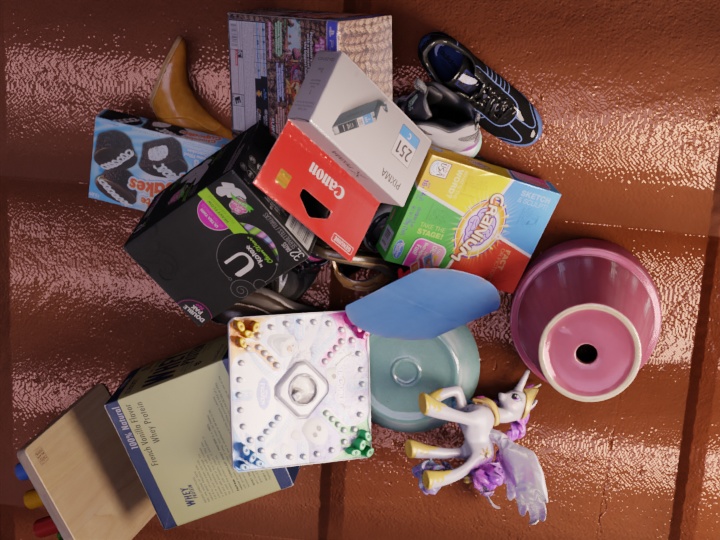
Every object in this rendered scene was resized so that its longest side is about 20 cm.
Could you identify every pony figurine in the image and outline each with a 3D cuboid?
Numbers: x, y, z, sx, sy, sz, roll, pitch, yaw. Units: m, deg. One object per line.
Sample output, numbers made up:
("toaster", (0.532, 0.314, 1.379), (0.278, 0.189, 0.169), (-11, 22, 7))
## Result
("pony figurine", (0.161, 0.236, 1.754), (0.198, 0.166, 0.195), (-4, 92, -28))

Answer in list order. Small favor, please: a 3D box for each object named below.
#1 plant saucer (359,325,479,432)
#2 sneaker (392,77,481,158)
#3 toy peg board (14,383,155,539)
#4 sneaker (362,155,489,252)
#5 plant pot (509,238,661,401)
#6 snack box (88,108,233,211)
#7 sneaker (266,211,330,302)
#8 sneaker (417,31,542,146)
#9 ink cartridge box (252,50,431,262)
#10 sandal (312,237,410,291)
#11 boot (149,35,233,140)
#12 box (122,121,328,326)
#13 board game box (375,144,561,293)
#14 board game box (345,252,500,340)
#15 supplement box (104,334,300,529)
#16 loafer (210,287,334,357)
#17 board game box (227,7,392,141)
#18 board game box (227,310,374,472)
("plant saucer", (0.064, 0.134, 1.807), (0.198, 0.036, 0.202), (2, 106, 7))
("sneaker", (0.057, -0.203, 1.653), (0.198, 0.140, 0.079), (8, 71, 5))
("toy peg board", (-0.398, 0.300, 1.842), (0.097, 0.200, 0.201), (-21, 102, 28))
("sneaker", (0.086, -0.080, 1.723), (0.199, 0.080, 0.074), (-34, 97, 13))
("plant pot", (0.290, 0.077, 1.686), (0.198, 0.179, 0.202), (2, 106, 6))
("snack box", (-0.251, -0.129, 1.718), (0.198, 0.037, 0.117), (14, 118, 3))
("sneaker", (-0.072, -0.032, 1.749), (0.076, 0.084, 0.201), (31, 117, -3))
("sneaker", (0.150, -0.225, 1.672), (0.199, 0.078, 0.070), (39, 106, -4))
("ink cartridge box", (-0.015, -0.128, 1.539), (0.044, 0.200, 0.178), (13, 72, 42))
("sandal", (0.000, 0.000, 1.703), (0.081, 0.199, 0.055), (24, 92, 32))
("boot", (-0.209, -0.195, 1.741), (0.143, 0.071, 0.203), (19, 112, -3))
("box", (-0.165, -0.055, 1.642), (0.199, 0.125, 0.149), (-30, 112, 30))
("board game box", (0.139, -0.065, 1.690), (0.198, 0.040, 0.154), (14, 113, -25))
("board game box", (0.081, 0.030, 1.695), (0.157, 0.039, 0.199), (23, 143, -39))
("supplement box", (-0.207, 0.214, 1.814), (0.198, 0.134, 0.202), (-21, 102, 12))
("loafer", (-0.114, 0.075, 1.762), (0.198, 0.072, 0.073), (15, 146, -15))
("board game box", (-0.064, -0.238, 1.638), (0.199, 0.096, 0.161), (14, 112, 41))
("board game box", (-0.075, 0.157, 1.737), (0.198, 0.026, 0.202), (-3, 93, -24))
